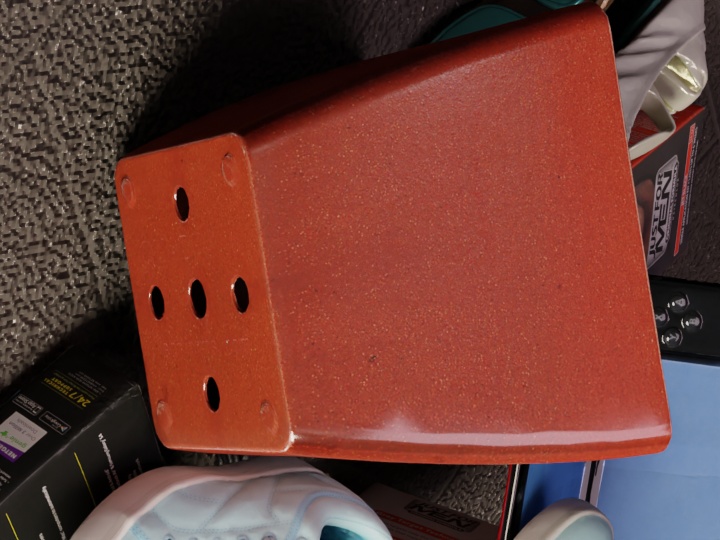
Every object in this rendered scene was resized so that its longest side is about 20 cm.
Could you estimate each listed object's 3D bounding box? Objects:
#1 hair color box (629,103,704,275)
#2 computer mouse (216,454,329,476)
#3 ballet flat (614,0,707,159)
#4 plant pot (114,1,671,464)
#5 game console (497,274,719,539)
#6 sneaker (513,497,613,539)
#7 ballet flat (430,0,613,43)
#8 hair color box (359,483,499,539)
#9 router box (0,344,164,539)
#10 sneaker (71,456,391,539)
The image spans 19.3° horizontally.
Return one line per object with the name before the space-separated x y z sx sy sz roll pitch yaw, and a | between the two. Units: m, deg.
hair color box | 0.128 -0.024 1.221 0.200 0.061 0.102 -37 137 -48
computer mouse | -0.004 0.065 1.147 0.199 0.046 0.142 -31 131 -38
ballet flat | 0.159 -0.106 1.208 0.200 0.069 0.070 -44 141 -46
plant pot | 0.000 0.000 0.967 0.175 0.199 0.202 -11 93 -31
game console | 0.153 0.112 1.145 0.170 0.119 0.202 7 103 -6
sneaker | 0.095 0.216 1.065 0.074 0.082 0.202 32 77 -43
ballet flat | 0.090 -0.126 1.153 0.200 0.067 0.073 -52 162 -23
hair color box | 0.007 0.185 1.128 0.200 0.101 0.062 -29 133 -62
router box | -0.150 0.157 1.010 0.149 0.051 0.201 -41 140 -29
sneaker | -0.057 0.134 0.986 0.199 0.081 0.075 -17 121 -51
